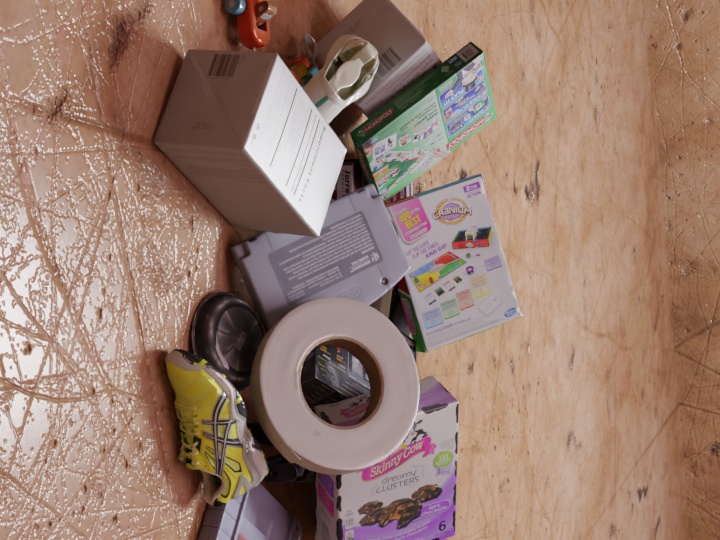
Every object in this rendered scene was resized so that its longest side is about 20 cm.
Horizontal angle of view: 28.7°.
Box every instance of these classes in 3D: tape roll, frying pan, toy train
[{"bbox_3d":[-0.028,0.132,1.613,0.200,0.037,0.206,7,73,-22],"label":"tape roll"},{"bbox_3d":[-0.132,0.115,1.611,0.115,0.031,0.192,-37,108,-50],"label":"frying pan"},{"bbox_3d":[-0.083,-0.259,1.682,0.199,0.055,0.152,17,65,-60],"label":"toy train"}]

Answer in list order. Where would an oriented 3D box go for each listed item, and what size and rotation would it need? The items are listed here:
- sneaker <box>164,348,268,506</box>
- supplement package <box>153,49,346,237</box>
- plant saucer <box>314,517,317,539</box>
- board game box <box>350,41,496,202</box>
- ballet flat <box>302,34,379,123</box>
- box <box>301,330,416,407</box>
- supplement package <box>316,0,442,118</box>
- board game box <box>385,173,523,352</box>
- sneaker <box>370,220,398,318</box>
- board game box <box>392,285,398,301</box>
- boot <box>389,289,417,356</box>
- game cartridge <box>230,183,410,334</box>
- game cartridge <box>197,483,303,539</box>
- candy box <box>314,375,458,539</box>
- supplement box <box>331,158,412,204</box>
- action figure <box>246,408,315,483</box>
[{"bbox_3d":[-0.166,0.175,1.541,0.076,0.075,0.202,-42,122,-30],"label":"sneaker"},{"bbox_3d":[-0.118,-0.139,1.565,0.200,0.120,0.121,51,52,-55],"label":"supplement package"},{"bbox_3d":[-0.013,0.267,1.837,0.201,0.038,0.204,14,90,-82],"label":"plant saucer"},{"bbox_3d":[0.084,-0.188,1.815,0.199,0.029,0.135,-37,148,-10],"label":"board game box"},{"bbox_3d":[-0.013,-0.236,1.670,0.200,0.069,0.070,-56,140,-51],"label":"ballet flat"},{"bbox_3d":[-0.006,0.120,1.780,0.199,0.049,0.159,34,40,-36],"label":"box"},{"bbox_3d":[0.048,-0.250,1.861,0.121,0.120,0.200,-42,149,5],"label":"supplement package"},{"bbox_3d":[0.119,-0.010,1.883,0.040,0.151,0.203,178,-105,-72],"label":"board game box"},{"bbox_3d":[0.000,0.000,1.767,0.075,0.071,0.202,21,46,-18],"label":"sneaker"},{"bbox_3d":[0.015,0.065,1.958,0.200,0.046,0.153,-47,133,-56],"label":"board game box"},{"bbox_3d":[0.108,0.056,1.949,0.070,0.130,0.203,39,57,-61],"label":"boot"},{"bbox_3d":[-0.044,-0.006,1.677,0.198,0.040,0.135,-25,90,-22],"label":"game cartridge"},{"bbox_3d":[-0.129,0.326,1.673,0.200,0.038,0.131,56,38,-51],"label":"game cartridge"},{"bbox_3d":[0.032,0.247,1.724,0.166,0.072,0.203,-13,119,-22],"label":"candy box"},{"bbox_3d":[0.008,-0.098,1.919,0.199,0.060,0.111,-13,103,-65],"label":"supplement box"},{"bbox_3d":[-0.076,0.204,1.749,0.200,0.068,0.132,-12,95,-69],"label":"action figure"}]
